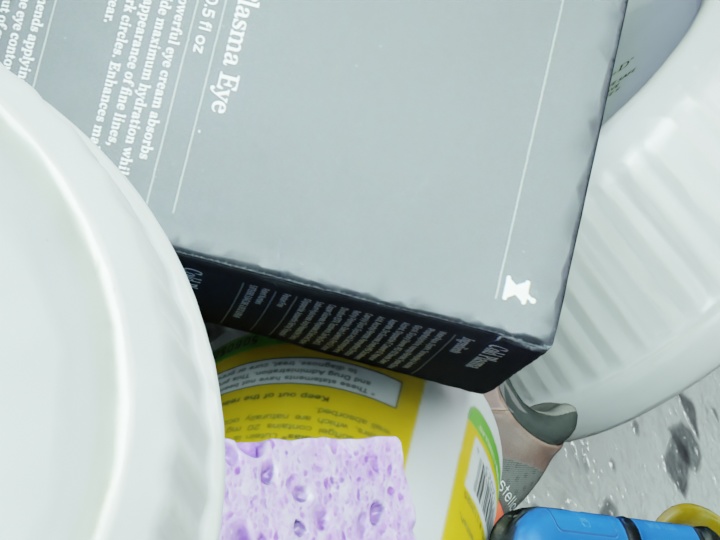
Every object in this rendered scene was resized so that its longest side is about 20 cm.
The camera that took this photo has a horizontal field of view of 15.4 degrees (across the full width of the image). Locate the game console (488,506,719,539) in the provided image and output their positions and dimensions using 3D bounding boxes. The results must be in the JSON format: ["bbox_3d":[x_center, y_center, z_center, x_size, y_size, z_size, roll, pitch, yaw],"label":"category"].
[{"bbox_3d":[0.060,0.187,0.885,0.170,0.118,0.202,12,72,-50],"label":"game console"}]

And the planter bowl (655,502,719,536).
[{"bbox_3d":[0.120,0.199,1.039,0.200,0.083,0.201,43,35,-41],"label":"planter bowl"}]

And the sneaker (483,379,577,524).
[{"bbox_3d":[0.000,0.000,0.914,0.200,0.082,0.077,53,-15,-11],"label":"sneaker"}]

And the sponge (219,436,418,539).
[{"bbox_3d":[-0.057,0.097,0.649,0.199,0.030,0.112,4,70,-45],"label":"sponge"}]

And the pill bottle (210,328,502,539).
[{"bbox_3d":[-0.024,0.113,0.791,0.111,0.111,0.201,55,29,-27],"label":"pill bottle"}]

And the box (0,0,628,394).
[{"bbox_3d":[-0.018,-0.085,0.778,0.104,0.181,0.201,126,-22,-79],"label":"box"}]

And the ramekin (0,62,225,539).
[{"bbox_3d":[-0.124,0.033,0.535,0.094,0.201,0.204,113,-38,-75],"label":"ramekin"}]

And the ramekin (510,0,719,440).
[{"bbox_3d":[0.108,-0.034,1.059,0.094,0.202,0.203,47,31,-15],"label":"ramekin"}]
